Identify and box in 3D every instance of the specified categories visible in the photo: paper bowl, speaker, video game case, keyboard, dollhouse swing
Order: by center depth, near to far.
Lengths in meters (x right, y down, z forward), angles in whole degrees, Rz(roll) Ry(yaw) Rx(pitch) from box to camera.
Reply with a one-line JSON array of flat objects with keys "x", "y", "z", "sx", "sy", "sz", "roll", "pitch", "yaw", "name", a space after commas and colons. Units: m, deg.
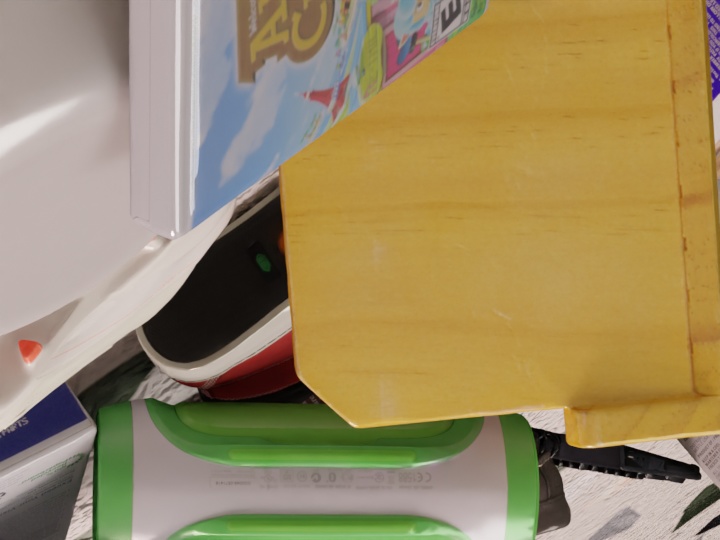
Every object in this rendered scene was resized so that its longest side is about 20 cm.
[{"x": -0.007, "y": -0.133, "z": 0.734, "sx": 0.182, "sy": 0.022, "sz": 0.201, "roll": -39, "pitch": 143, "yaw": -44, "name": "video game case"}, {"x": -0.124, "y": -0.052, "z": 0.772, "sx": 0.200, "sy": 0.105, "sz": 0.201, "roll": -32, "pitch": 161, "yaw": -13, "name": "paper bowl"}, {"x": 0.066, "y": -0.032, "z": 1.044, "sx": 0.175, "sy": 0.201, "sz": 0.182, "roll": -4, "pitch": -175, "yaw": 9, "name": "dollhouse swing"}, {"x": -0.022, "y": 0.101, "z": 1.119, "sx": 0.199, "sy": 0.089, "sz": 0.089, "roll": 1, "pitch": 150, "yaw": -8, "name": "speaker"}, {"x": 0.091, "y": 0.110, "z": 1.388, "sx": 0.104, "sy": 0.040, "sz": 0.200, "roll": 18, "pitch": 171, "yaw": -38, "name": "keyboard"}]

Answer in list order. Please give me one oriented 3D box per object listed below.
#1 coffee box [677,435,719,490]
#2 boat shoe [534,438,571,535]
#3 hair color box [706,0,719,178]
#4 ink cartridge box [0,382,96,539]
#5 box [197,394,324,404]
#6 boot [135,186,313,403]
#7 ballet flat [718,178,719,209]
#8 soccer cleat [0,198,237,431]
[{"x": 0.211, "y": 0.041, "z": 1.380, "sx": 0.113, "sy": 0.200, "sz": 0.080, "roll": -10, "pitch": 143, "yaw": -49, "name": "coffee box"}, {"x": 0.022, "y": 0.147, "z": 1.274, "sx": 0.200, "sy": 0.057, "sz": 0.067, "roll": -32, "pitch": 179, "yaw": 30, "name": "boat shoe"}, {"x": 0.203, "y": -0.129, "z": 1.199, "sx": 0.109, "sy": 0.065, "sz": 0.200, "roll": -12, "pitch": 150, "yaw": -50, "name": "hair color box"}, {"x": -0.223, "y": 0.143, "z": 1.121, "sx": 0.199, "sy": 0.041, "sz": 0.200, "roll": -26, "pitch": 158, "yaw": -26, "name": "ink cartridge box"}, {"x": 0.006, "y": 0.068, "z": 1.288, "sx": 0.199, "sy": 0.075, "sz": 0.100, "roll": -30, "pitch": 160, "yaw": -13, "name": "box"}, {"x": 0.000, "y": 0.000, "z": 1.141, "sx": 0.199, "sy": 0.073, "sz": 0.144, "roll": -29, "pitch": 160, "yaw": 3, "name": "boot"}, {"x": 0.158, "y": -0.008, "z": 1.267, "sx": 0.200, "sy": 0.072, "sz": 0.068, "roll": -52, "pitch": 154, "yaw": -42, "name": "ballet flat"}, {"x": -0.127, "y": 0.018, "z": 0.975, "sx": 0.200, "sy": 0.069, "sz": 0.078, "roll": -39, "pitch": 163, "yaw": -4, "name": "soccer cleat"}]
